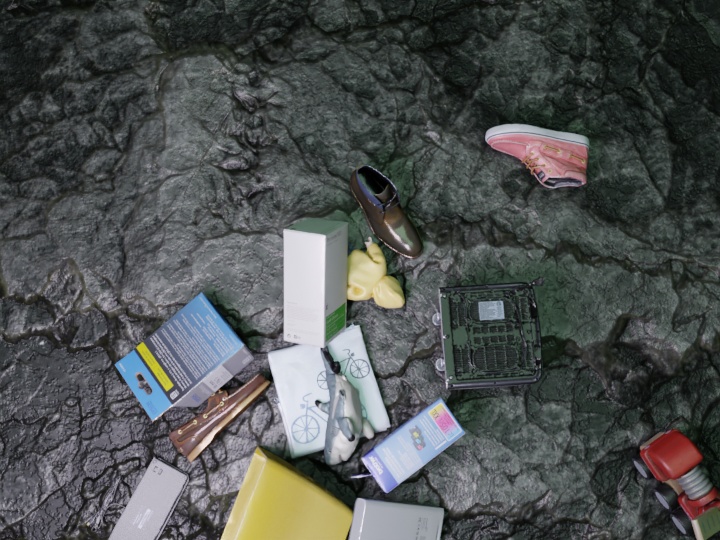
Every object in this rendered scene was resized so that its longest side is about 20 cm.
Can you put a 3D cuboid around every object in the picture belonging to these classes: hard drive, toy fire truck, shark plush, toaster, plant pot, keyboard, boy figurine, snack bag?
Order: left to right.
[{"bbox_3d":[-0.400,0.423,1.478,0.126,0.021,0.201,29,80,-1],"label":"keyboard"},{"bbox_3d":[-0.122,0.428,1.399,0.175,0.200,0.202,22,80,-8],"label":"plant pot"},{"bbox_3d":[-0.063,0.216,1.518,0.187,0.021,0.202,-17,81,-4],"label":"snack bag"},{"bbox_3d":[-0.049,0.234,1.473,0.083,0.091,0.202,-21,85,25],"label":"shark plush"},{"bbox_3d":[0.000,0.000,1.537,0.199,0.064,0.125,30,80,4],"label":"boy figurine"},{"bbox_3d":[0.059,0.456,1.406,0.199,0.027,0.133,20,76,-42],"label":"hard drive"},{"bbox_3d":[0.230,0.115,1.488,0.198,0.119,0.183,-4,80,-1],"label":"toaster"},{"bbox_3d":[0.550,0.367,1.402,0.128,0.200,0.177,-32,81,-6],"label":"toy fire truck"}]

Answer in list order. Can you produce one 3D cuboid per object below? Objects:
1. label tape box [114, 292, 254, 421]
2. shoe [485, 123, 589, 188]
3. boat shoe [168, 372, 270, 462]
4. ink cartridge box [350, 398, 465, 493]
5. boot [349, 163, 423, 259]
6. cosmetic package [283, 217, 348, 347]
[{"bbox_3d":[-0.309,0.159,1.483,0.200,0.063,0.144,-40,60,-7],"label":"label tape box"},{"bbox_3d":[0.331,-0.212,1.573,0.198,0.072,0.092,7,74,-4],"label":"shoe"},{"bbox_3d":[-0.250,0.246,1.485,0.200,0.070,0.070,-42,84,-7],"label":"boat shoe"},{"bbox_3d":[0.076,0.310,1.442,0.199,0.137,0.077,-37,80,-7],"label":"ink cartridge box"},{"bbox_3d":[0.046,-0.109,1.539,0.075,0.097,0.200,-39,82,-7],"label":"boot"},{"bbox_3d":[-0.078,0.018,1.464,0.084,0.108,0.202,9,110,20],"label":"cosmetic package"}]
